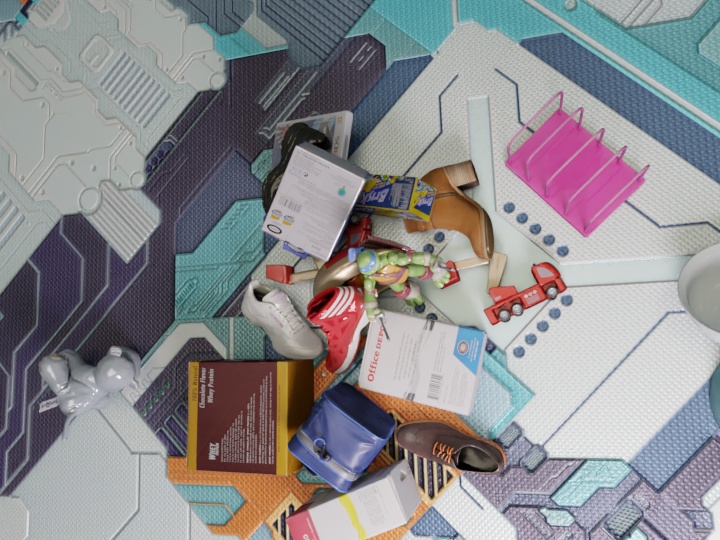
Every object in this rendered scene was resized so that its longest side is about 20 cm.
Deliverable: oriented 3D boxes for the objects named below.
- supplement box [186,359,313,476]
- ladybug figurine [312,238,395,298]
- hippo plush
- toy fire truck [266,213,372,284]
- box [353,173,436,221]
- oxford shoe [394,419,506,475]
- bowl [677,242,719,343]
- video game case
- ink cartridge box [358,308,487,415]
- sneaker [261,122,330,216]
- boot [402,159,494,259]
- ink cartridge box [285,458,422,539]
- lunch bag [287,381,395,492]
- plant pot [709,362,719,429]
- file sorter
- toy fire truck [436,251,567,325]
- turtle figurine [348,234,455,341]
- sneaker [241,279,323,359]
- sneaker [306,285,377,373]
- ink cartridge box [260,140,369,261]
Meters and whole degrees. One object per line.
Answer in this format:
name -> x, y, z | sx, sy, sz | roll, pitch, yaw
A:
supplement box -> -0.204, 0.267, 1.098 | 0.199, 0.133, 0.198 | -3, 82, 16
ladybug figurine -> 0.000, 0.000, 1.077 | 0.200, 0.136, 0.072 | -24, 54, -7
hippo plush -> -0.543, 0.206, 1.186 | 0.161, 0.200, 0.159 | -34, 97, 2
toy fire truck -> -0.079, -0.039, 1.136 | 0.199, 0.049, 0.141 | 4, 86, 15
box -> 0.036, -0.138, 1.075 | 0.200, 0.070, 0.064 | 13, 87, 41
oxford shoe -> 0.153, 0.308, 1.019 | 0.199, 0.073, 0.071 | 8, 86, 17
bowl -> 0.598, 0.053, 0.892 | 0.201, 0.090, 0.201 | -15, 43, 15
video game case -> -0.105, -0.213, 1.148 | 0.200, 0.023, 0.183 | 3, 83, 41
ink cartridge box -> 0.113, 0.159, 1.043 | 0.200, 0.086, 0.147 | 11, 86, 19
sneaker -> -0.121, -0.176, 1.095 | 0.091, 0.076, 0.200 | 25, 100, 33
boot -> 0.155, -0.093, 1.070 | 0.154, 0.074, 0.200 | -19, 66, 20
ink cartridge box -> -0.006, 0.414, 1.014 | 0.200, 0.145, 0.084 | -27, 77, 12
lunch bag -> -0.035, 0.293, 1.010 | 0.136, 0.200, 0.132 | 36, 95, 13
plant pot -> 0.645, 0.198, 0.857 | 0.200, 0.135, 0.201 | -2, 83, 16
file sorter -> 0.364, -0.183, 0.991 | 0.139, 0.125, 0.200 | -45, 74, 7
toy fire truck -> 0.246, 0.019, 1.041 | 0.200, 0.049, 0.141 | -28, 75, 11
turtle figurine -> 0.081, 0.034, 0.964 | 0.200, 0.194, 0.144 | 24, 98, 32
sneaker -> -0.153, 0.095, 1.118 | 0.200, 0.075, 0.100 | 35, 138, 16
sneaker -> -0.057, 0.103, 1.056 | 0.200, 0.115, 0.078 | -68, 28, 26
ink cartridge box -> -0.087, -0.110, 1.040 | 0.136, 0.076, 0.200 | 26, 109, 0
